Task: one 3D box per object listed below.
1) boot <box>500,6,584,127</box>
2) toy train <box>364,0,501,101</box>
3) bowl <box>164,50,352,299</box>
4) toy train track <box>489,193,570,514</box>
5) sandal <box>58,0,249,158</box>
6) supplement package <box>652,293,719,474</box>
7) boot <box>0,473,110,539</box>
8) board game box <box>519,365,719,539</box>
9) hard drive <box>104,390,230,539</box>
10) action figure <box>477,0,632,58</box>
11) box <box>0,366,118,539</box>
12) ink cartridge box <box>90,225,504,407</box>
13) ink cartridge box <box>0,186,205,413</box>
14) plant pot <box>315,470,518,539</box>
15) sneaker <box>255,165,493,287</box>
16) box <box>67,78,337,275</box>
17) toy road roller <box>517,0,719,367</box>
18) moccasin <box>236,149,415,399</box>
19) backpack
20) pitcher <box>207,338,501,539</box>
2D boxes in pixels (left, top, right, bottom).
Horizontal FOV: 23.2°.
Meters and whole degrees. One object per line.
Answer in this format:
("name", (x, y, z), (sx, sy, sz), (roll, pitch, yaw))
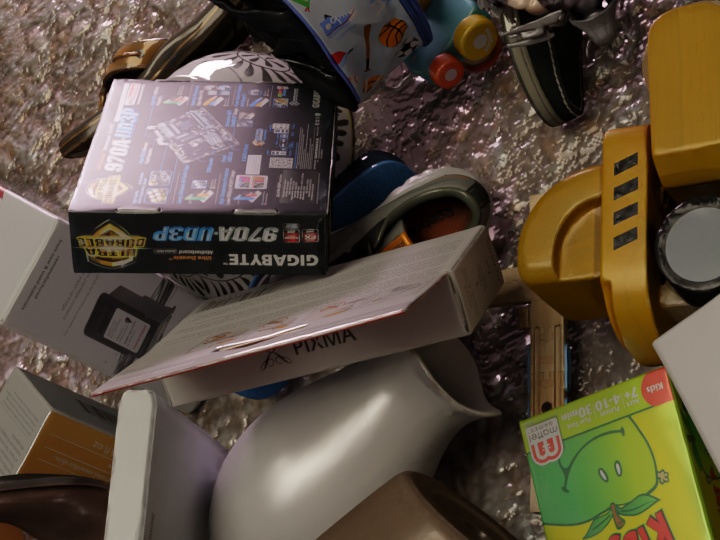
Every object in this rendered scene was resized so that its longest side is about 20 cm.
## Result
("boot", (0.167, -0.205, 1.131), (0.153, 0.073, 0.204), (-9, 82, 22))
("toy train", (0.054, -0.207, 1.242), (0.150, 0.056, 0.201), (-8, 67, 42))
("bowl", (-0.112, -0.086, 1.297), (0.200, 0.094, 0.202), (-15, 65, 34))
("toy train track", (0.123, 0.052, 1.097), (0.114, 0.033, 0.201), (-6, 74, 30))
("sandal", (-0.161, -0.161, 1.369), (0.200, 0.082, 0.055), (-43, 78, 14))
("supplement package", (0.263, 0.096, 0.901), (0.121, 0.120, 0.200), (-38, 53, 23))
("boot", (-0.186, 0.235, 1.153), (0.064, 0.186, 0.201), (-6, 80, 61))
("board game box", (0.164, 0.166, 0.988), (0.101, 0.048, 0.201), (-25, 65, 29))
("hard drive", (-0.113, 0.168, 1.128), (0.027, 0.200, 0.132), (-2, 70, 15))
("action figure", (0.116, -0.223, 1.082), (0.130, 0.069, 0.201), (-25, 91, 8))
("box", (-0.228, 0.191, 1.245), (0.201, 0.124, 0.097), (-62, 30, 2))
("ink cartridge box", (-0.032, 0.039, 1.020), (0.199, 0.176, 0.045), (-15, 102, 22))
("ink cartridge box", (-0.206, 0.015, 1.264), (0.145, 0.200, 0.084), (25, 85, 42))
("plant pot", (0.018, 0.215, 1.005), (0.175, 0.200, 0.200), (-53, 49, 5))
("sneaker", (0.000, 0.000, 1.138), (0.200, 0.079, 0.074), (-37, 93, 0))
("box", (-0.095, -0.065, 1.138), (0.158, 0.046, 0.200), (1, 30, 0))
("toy road roller", (0.171, -0.044, 1.015), (0.145, 0.123, 0.201), (-7, 68, 26))
("moccasin", (-0.043, -0.007, 1.219), (0.200, 0.080, 0.068), (-50, 35, 7))
("backpack", (-0.031, -0.207, 1.165), (0.154, 0.200, 0.191), (-39, 51, 7))
("pitcher", (-0.004, 0.108, 1.128), (0.200, 0.121, 0.172), (-48, 12, 20))
